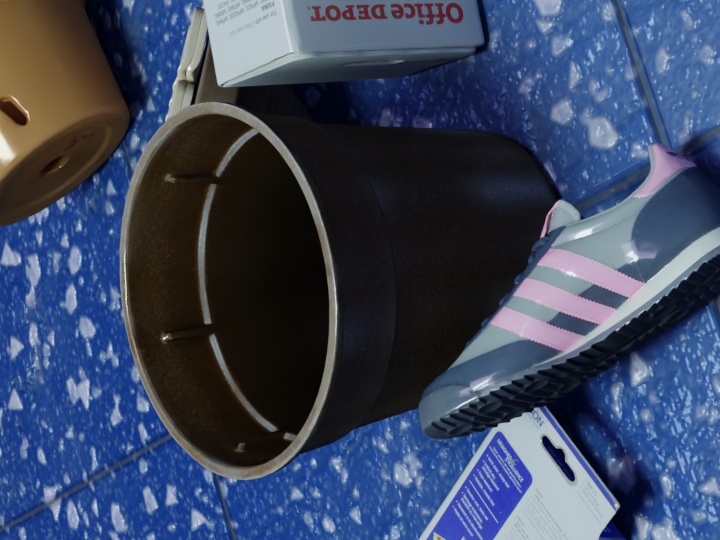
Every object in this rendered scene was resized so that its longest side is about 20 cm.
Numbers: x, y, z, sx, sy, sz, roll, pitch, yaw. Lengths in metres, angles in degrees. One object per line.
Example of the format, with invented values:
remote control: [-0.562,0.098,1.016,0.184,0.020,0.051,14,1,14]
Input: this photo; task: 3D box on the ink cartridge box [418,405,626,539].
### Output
ink cartridge box: [0.090,0.161,1.113,0.100,0.039,0.201,56,135,30]

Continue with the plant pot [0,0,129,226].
plant pot: [-0.264,-0.127,1.400,0.140,0.200,0.200,52,134,10]

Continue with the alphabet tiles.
alphabet tiles: [-0.121,-0.100,1.256,0.200,0.014,0.197,134,148,-76]

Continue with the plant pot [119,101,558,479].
plant pot: [0.000,0.000,1.072,0.200,0.197,0.202,13,106,50]

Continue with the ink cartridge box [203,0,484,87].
ink cartridge box: [-0.021,-0.212,1.106,0.084,0.143,0.202,-17,82,52]

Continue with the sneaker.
sneaker: [0.106,0.013,1.002,0.199,0.070,0.082,-33,67,12]

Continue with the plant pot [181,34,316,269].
plant pot: [-0.075,-0.045,1.212,0.201,0.092,0.203,-166,90,-82]
